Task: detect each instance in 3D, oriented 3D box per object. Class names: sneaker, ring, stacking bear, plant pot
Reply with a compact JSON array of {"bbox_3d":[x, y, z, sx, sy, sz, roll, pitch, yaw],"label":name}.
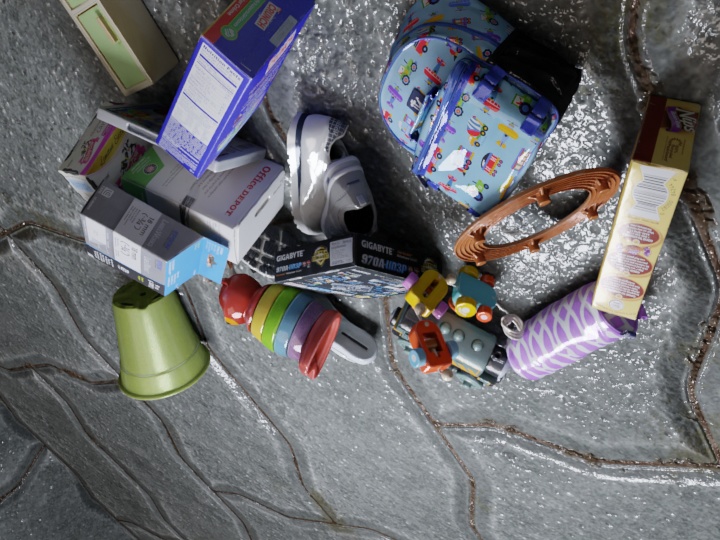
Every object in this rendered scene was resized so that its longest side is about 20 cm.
[{"bbox_3d":[-0.053,-0.124,0.955,0.078,0.078,0.203,7,140,8],"label":"sneaker"},{"bbox_3d":[0.198,-0.053,0.766,0.200,0.196,0.020,-42,62,50],"label":"ring"},{"bbox_3d":[-0.059,0.100,1.187,0.199,0.073,0.071,39,159,6],"label":"sneaker"},{"bbox_3d":[-0.126,-0.010,1.093,0.197,0.079,0.079,29,157,-26],"label":"sneaker"},{"bbox_3d":[-0.013,-0.062,0.941,0.201,0.073,0.083,79,168,-61],"label":"sneaker"},{"bbox_3d":[-0.139,0.074,1.100,0.196,0.116,0.122,26,170,11],"label":"stacking bear"},{"bbox_3d":[-0.423,0.123,1.405,0.195,0.200,0.195,9,123,27],"label":"plant pot"}]

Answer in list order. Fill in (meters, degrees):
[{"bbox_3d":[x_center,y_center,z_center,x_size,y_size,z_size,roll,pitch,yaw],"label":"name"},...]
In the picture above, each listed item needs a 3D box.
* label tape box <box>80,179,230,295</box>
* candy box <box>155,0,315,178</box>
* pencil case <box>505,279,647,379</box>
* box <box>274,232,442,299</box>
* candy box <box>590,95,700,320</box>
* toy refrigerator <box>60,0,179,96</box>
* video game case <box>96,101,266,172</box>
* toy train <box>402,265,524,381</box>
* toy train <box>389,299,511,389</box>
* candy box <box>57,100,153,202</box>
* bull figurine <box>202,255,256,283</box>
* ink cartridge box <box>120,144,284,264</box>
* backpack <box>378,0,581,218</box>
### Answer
[{"bbox_3d":[-0.295,-0.027,0.988,0.196,0.064,0.144,29,153,-5],"label":"label tape box"},{"bbox_3d":[-0.153,-0.236,0.828,0.076,0.171,0.200,36,141,-11],"label":"candy box"},{"bbox_3d":[0.281,0.081,0.917,0.083,0.086,0.200,7,153,-28],"label":"pencil case"},{"bbox_3d":[0.000,0.000,0.968,0.156,0.048,0.197,-10,164,41],"label":"box"},{"bbox_3d":[0.298,-0.061,0.724,0.055,0.118,0.203,15,137,20],"label":"candy box"},{"bbox_3d":[-0.343,-0.347,0.931,0.074,0.070,0.203,-4,127,38],"label":"toy refrigerator"},{"bbox_3d":[-0.249,-0.193,0.972,0.196,0.143,0.018,25,113,12],"label":"video game case"},{"bbox_3d":[0.122,0.071,0.920,0.056,0.196,0.153,-50,59,47],"label":"toy train"},{"bbox_3d":[0.133,0.106,1.022,0.196,0.087,0.114,29,164,7],"label":"toy train"},{"bbox_3d":[-0.357,-0.139,1.067,0.059,0.139,0.201,11,152,24],"label":"candy box"},{"bbox_3d":[-0.233,-0.047,1.155,0.197,0.064,0.125,-4,106,45],"label":"bull figurine"},{"bbox_3d":[-0.228,-0.118,1.022,0.196,0.147,0.085,25,143,12],"label":"ink cartridge box"},{"bbox_3d":[0.105,-0.181,0.730,0.198,0.135,0.184,36,141,2],"label":"backpack"}]
